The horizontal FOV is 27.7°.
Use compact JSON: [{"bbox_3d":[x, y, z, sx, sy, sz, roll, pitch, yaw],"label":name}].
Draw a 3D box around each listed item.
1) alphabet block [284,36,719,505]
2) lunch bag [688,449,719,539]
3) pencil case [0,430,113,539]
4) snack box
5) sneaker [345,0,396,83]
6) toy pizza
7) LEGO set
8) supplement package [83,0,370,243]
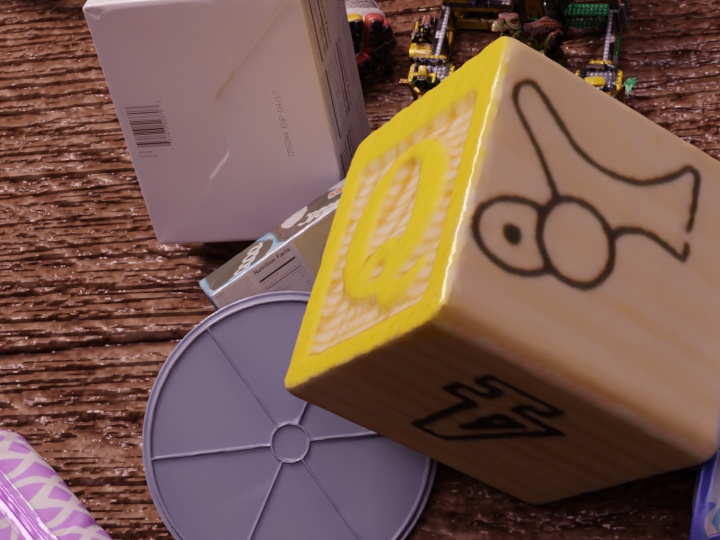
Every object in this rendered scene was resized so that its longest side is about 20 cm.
[{"bbox_3d":[0.099,0.010,0.901,0.199,0.196,0.197,27,60,-19],"label":"alphabet block"},{"bbox_3d":[0.275,0.171,0.853,0.168,0.127,0.202,10,74,18],"label":"lunch bag"},{"bbox_3d":[-0.212,0.193,0.989,0.084,0.086,0.200,-44,58,-11],"label":"pencil case"},{"bbox_3d":[0.000,0.000,1.028,0.199,0.117,0.037,-35,25,-7],"label":"snack box"},{"bbox_3d":[-0.071,-0.169,1.183,0.198,0.078,0.082,-18,42,0],"label":"sneaker"},{"bbox_3d":[-0.047,0.115,0.983,0.198,0.032,0.202,0,88,0],"label":"toy pizza"},{"bbox_3d":[0.119,-0.194,1.108,0.198,0.116,0.155,12,64,21],"label":"LEGO set"},{"bbox_3d":[-0.088,-0.134,1.060,0.154,0.201,0.111,-2,37,14],"label":"supplement package"}]
